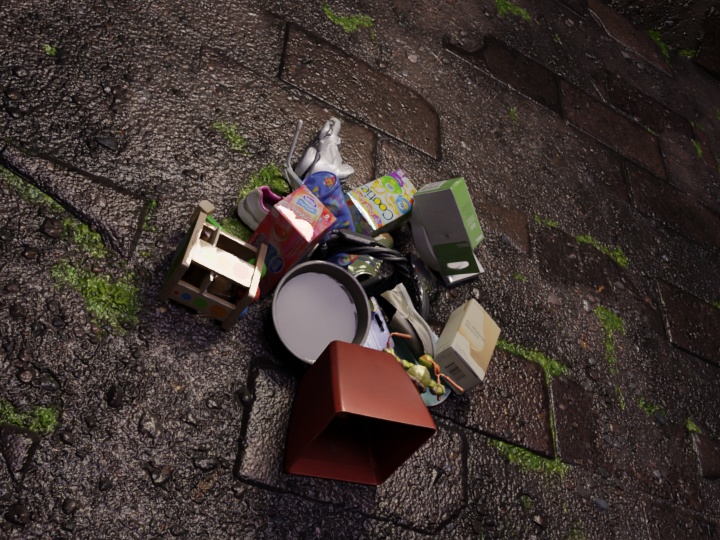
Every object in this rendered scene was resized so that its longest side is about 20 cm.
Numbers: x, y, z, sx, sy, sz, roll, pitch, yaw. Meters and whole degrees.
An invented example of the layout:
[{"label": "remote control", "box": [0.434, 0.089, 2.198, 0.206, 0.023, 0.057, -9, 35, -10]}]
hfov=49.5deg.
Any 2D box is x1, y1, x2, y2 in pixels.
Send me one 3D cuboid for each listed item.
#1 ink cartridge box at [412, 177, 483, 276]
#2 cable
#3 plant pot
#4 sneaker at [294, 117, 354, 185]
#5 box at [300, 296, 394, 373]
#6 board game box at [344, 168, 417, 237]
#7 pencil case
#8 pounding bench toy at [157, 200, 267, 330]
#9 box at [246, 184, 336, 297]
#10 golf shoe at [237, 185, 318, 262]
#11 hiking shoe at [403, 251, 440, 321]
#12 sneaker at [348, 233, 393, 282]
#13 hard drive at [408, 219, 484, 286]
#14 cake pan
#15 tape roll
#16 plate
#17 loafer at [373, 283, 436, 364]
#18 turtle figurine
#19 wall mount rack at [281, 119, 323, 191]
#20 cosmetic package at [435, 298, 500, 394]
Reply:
[{"label": "ink cartridge box", "box": [0.199, -0.093, 1.690, 0.059, 0.103, 0.202, -41, 116, -43]}, {"label": "cable", "box": [0.000, 0.000, 1.527, 0.198, 0.164, 0.051, 15, 43, -12]}, {"label": "plant pot", "box": [-0.014, 0.242, 1.379, 0.198, 0.200, 0.177, 15, 41, -28]}, {"label": "sneaker", "box": [-0.066, -0.257, 1.783, 0.114, 0.075, 0.201, 36, 49, -11]}, {"label": "box", "box": [-0.038, 0.124, 1.535, 0.198, 0.032, 0.122, -9, 65, -30]}, {"label": "board game box", "box": [0.035, -0.133, 1.744, 0.199, 0.105, 0.103, -30, 80, -45]}, {"label": "pencil case", "box": [-0.061, -0.095, 1.534, 0.086, 0.201, 0.078, -33, 42, -18]}, {"label": "pounding bench toy", "box": [-0.252, -0.022, 1.428, 0.155, 0.124, 0.201, 26, 47, -19]}, {"label": "box", "box": [-0.146, -0.053, 1.476, 0.095, 0.200, 0.103, 45, 43, 1]}, {"label": "golf shoe", "box": [-0.153, -0.092, 1.581, 0.199, 0.091, 0.076, 36, 43, -13]}, {"label": "hiking shoe", "box": [0.140, 0.046, 1.705, 0.100, 0.076, 0.201, 25, 39, -25]}, {"label": "sneaker", "box": [0.009, -0.006, 1.659, 0.199, 0.067, 0.090, -24, 73, -38]}, {"label": "hard drive", "box": [0.203, -0.064, 1.879, 0.131, 0.025, 0.201, -14, 69, -42]}, {"label": "cake pan", "box": [-0.076, 0.083, 1.470, 0.198, 0.037, 0.203, 7, 72, -22]}, {"label": "tape roll", "box": [0.187, -0.101, 1.785, 0.202, 0.037, 0.206, 8, 80, -50]}, {"label": "plate", "box": [0.107, 0.191, 1.618, 0.199, 0.026, 0.202, 21, 48, -25]}, {"label": "loafer", "box": [0.085, 0.112, 1.600, 0.069, 0.075, 0.201, -20, 69, -31]}, {"label": "turtle figurine", "box": [0.105, 0.228, 1.512, 0.199, 0.064, 0.162, 39, 78, -20]}, {"label": "wall mount rack", "box": [-0.106, -0.203, 1.623, 0.074, 0.175, 0.200, -29, 39, -11]}, {"label": "cosmetic package", "box": [0.226, 0.159, 1.671, 0.105, 0.071, 0.200, 47, 35, -9]}]
